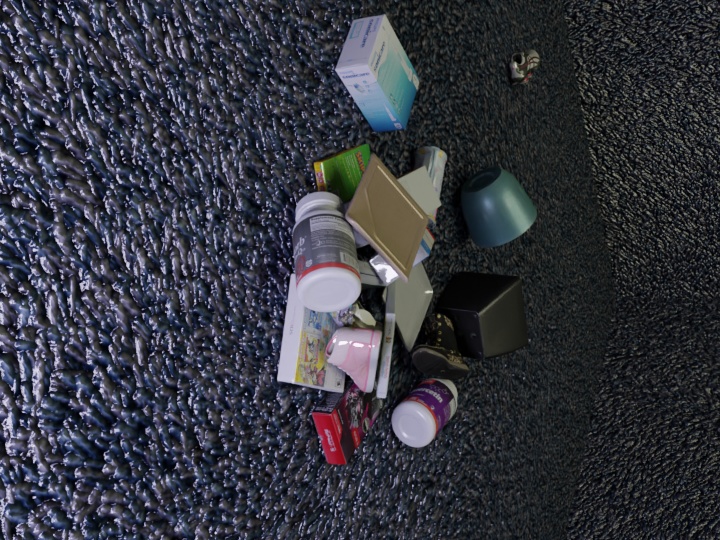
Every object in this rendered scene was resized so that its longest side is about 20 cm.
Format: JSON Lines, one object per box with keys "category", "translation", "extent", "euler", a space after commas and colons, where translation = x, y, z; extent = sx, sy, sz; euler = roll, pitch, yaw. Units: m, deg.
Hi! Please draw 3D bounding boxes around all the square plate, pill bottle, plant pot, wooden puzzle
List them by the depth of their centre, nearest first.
{"category": "pill bottle", "translation": [-0.065, -0.037, 1.342], "extent": [0.116, 0.115, 0.202], "euler": [51, 23, -47]}
{"category": "wooden puzzle", "translation": [0.051, -0.100, 1.427], "extent": [0.185, 0.037, 0.202], "euler": [46, 42, -27]}
{"category": "square plate", "translation": [0.109, 0.056, 1.782], "extent": [0.201, 0.028, 0.199], "euler": [63, 40, -38]}
{"category": "pill bottle", "translation": [0.162, 0.332, 1.789], "extent": [0.199, 0.111, 0.114], "euler": [-30, 116, -57]}
{"category": "plant pot", "translation": [0.313, 0.134, 1.990], "extent": [0.177, 0.198, 0.202], "euler": [-30, 116, -44]}
{"category": "plant pot", "translation": [0.373, -0.190, 2.089], "extent": [0.162, 0.199, 0.201], "euler": [58, 42, -25]}

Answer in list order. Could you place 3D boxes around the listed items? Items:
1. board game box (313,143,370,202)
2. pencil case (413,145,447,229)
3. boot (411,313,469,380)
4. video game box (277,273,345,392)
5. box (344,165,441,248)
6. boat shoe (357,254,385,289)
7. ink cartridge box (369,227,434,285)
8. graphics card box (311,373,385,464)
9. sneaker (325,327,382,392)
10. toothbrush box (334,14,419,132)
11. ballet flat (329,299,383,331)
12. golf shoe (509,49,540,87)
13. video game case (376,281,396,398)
{"category": "board game box", "translation": [-0.029, -0.198, 1.544], "extent": [0.199, 0.030, 0.097], "euler": [-32, 118, -53]}
{"category": "pencil case", "translation": [0.157, -0.201, 1.812], "extent": [0.091, 0.082, 0.203], "euler": [77, 24, -65]}
{"category": "boot", "translation": [0.184, 0.179, 1.835], "extent": [0.199, 0.073, 0.152], "euler": [23, 42, -40]}
{"category": "video game box", "translation": [-0.082, 0.124, 1.431], "extent": [0.182, 0.046, 0.203], "euler": [29, 65, -60]}
{"category": "box", "translation": [0.064, -0.137, 1.579], "extent": [0.199, 0.123, 0.099], "euler": [-33, 101, -52]}
{"category": "boat shoe", "translation": [0.000, 0.000, 1.545], "extent": [0.199, 0.073, 0.068], "euler": [12, 72, -65]}
{"category": "ink cartridge box", "translation": [0.095, -0.049, 1.610], "extent": [0.068, 0.116, 0.200], "euler": [52, 17, -5]}
{"category": "graphics card box", "translation": [-0.020, 0.284, 1.533], "extent": [0.200, 0.050, 0.127], "euler": [-48, 129, -51]}
{"category": "sneaker", "translation": [-0.015, 0.169, 1.446], "extent": [0.201, 0.103, 0.076], "euler": [94, 4, -57]}
{"category": "toothbrush box", "translation": [0.041, -0.422, 1.610], "extent": [0.200, 0.084, 0.148], "euler": [50, 49, -49]}
{"category": "ballet flat", "translation": [0.006, 0.113, 1.478], "extent": [0.201, 0.071, 0.073], "euler": [50, 48, -52]}
{"category": "golf shoe", "translation": [0.556, -0.710, 2.524], "extent": [0.089, 0.076, 0.201], "euler": [59, 41, -31]}
{"category": "video game case", "translation": [0.056, 0.139, 1.561], "extent": [0.200, 0.023, 0.185], "euler": [-79, 175, -71]}
